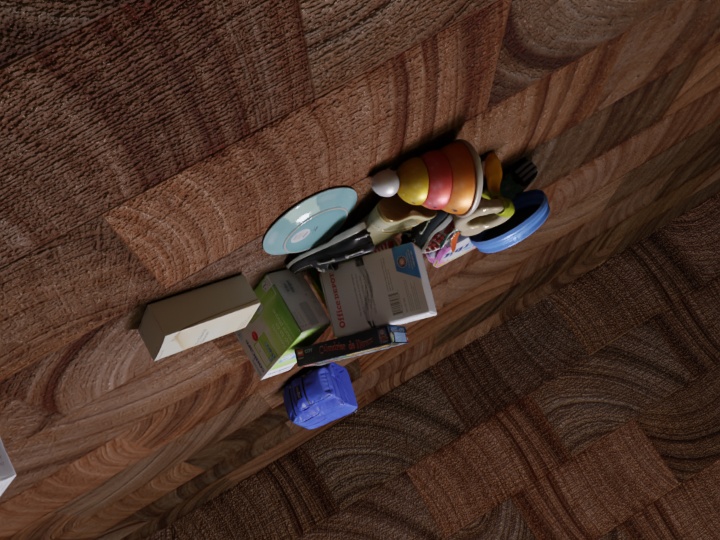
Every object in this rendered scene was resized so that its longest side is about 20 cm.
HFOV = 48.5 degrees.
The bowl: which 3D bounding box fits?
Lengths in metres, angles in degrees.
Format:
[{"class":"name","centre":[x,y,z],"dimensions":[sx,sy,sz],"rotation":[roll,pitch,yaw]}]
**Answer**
[{"class":"bowl","centre":[0.343,-0.111,1.833],"dimensions":[0.200,0.039,0.201],"rotation":[-32,-162,12]}]

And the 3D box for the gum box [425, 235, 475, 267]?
[{"class":"gum box","centre":[0.254,-0.090,1.969],"dimensions":[0.200,0.066,0.114],"rotation":[-27,161,-20]}]

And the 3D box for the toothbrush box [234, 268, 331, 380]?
[{"class":"toothbrush box","centre":[-0.168,0.109,1.648],"dimensions":[0.086,0.146,0.200],"rotation":[-16,158,-41]}]

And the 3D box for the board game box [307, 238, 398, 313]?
[{"class":"board game box","centre":[-0.003,0.002,1.715],"dimensions":[0.200,0.102,0.048],"rotation":[-28,162,-14]}]

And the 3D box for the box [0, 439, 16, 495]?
[{"class":"box","centre":[-0.744,0.372,1.389],"dimensions":[0.200,0.131,0.199],"rotation":[-12,154,-49]}]

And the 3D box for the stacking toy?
[{"class":"stacking toy","centre":[0.112,-0.165,1.474],"dimensions":[0.200,0.146,0.146],"rotation":[-6,154,-19]}]

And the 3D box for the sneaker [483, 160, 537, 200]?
[{"class":"sneaker","centre":[0.334,-0.174,1.877],"dimensions":[0.200,0.074,0.088],"rotation":[-36,168,10]}]

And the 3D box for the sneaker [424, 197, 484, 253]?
[{"class":"sneaker","centre":[0.205,-0.105,1.828],"dimensions":[0.200,0.078,0.082],"rotation":[-36,164,12]}]

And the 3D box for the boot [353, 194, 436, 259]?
[{"class":"boot","centre":[0.054,-0.090,1.616],"dimensions":[0.155,0.073,0.200],"rotation":[-40,169,35]}]

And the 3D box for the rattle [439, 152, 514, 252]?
[{"class":"rattle","centre":[0.232,-0.140,1.729],"dimensions":[0.130,0.143,0.200],"rotation":[-22,172,-29]}]

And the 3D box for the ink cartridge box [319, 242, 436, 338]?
[{"class":"ink cartridge box","centre":[0.035,0.043,1.597],"dimensions":[0.200,0.145,0.084],"rotation":[-16,170,14]}]

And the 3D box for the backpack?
[{"class":"backpack","centre":[-0.141,0.380,2.441],"dimensions":[0.200,0.163,0.168],"rotation":[-29,144,20]}]

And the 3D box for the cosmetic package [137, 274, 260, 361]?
[{"class":"cosmetic package","centre":[-0.298,0.085,1.479],"dimensions":[0.200,0.073,0.104],"rotation":[-21,160,-35]}]

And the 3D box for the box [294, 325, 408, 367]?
[{"class":"box","centre":[-0.016,0.152,1.609],"dimensions":[0.200,0.038,0.137],"rotation":[-16,171,16]}]

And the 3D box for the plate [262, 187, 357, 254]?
[{"class":"plate","centre":[-0.087,-0.082,1.469],"dimensions":[0.200,0.026,0.200],"rotation":[-30,164,-10]}]

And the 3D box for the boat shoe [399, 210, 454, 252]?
[{"class":"boat shoe","centre":[0.118,-0.079,1.685],"dimensions":[0.200,0.060,0.076],"rotation":[-50,-159,-28]}]

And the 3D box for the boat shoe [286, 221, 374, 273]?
[{"class":"boat shoe","centre":[-0.058,-0.028,1.548],"dimensions":[0.200,0.060,0.074],"rotation":[-26,-177,29]}]
